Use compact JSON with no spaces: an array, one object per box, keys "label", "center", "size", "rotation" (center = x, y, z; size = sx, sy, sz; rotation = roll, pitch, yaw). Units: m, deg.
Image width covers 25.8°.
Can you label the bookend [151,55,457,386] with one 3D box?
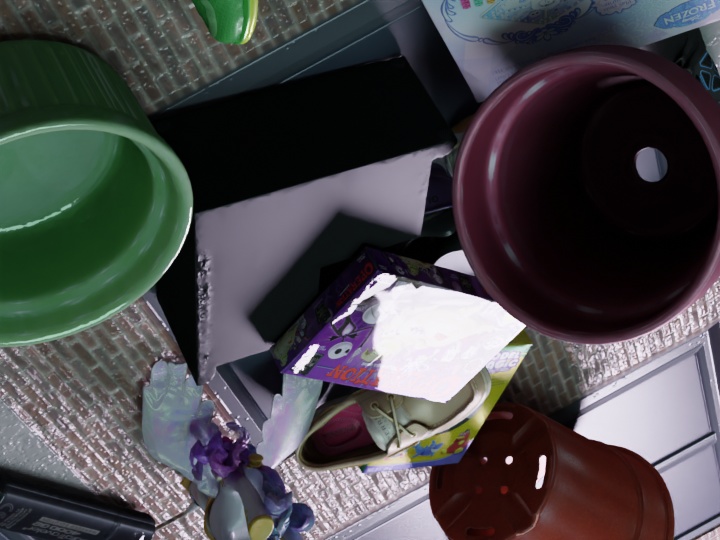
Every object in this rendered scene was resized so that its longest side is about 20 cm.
[{"label":"bookend","center":[-0.046,-0.035,1.159],"size":[0.198,0.092,0.200],"rotation":[-17,144,-18]}]

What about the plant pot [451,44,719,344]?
[{"label":"plant pot","center":[0.188,-0.066,1.122],"size":[0.200,0.200,0.179],"rotation":[-51,168,29]}]

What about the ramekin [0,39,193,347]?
[{"label":"ramekin","center":[-0.217,-0.053,1.017],"size":[0.198,0.098,0.201],"rotation":[-18,143,-14]}]

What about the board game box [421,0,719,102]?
[{"label":"board game box","center":[0.137,-0.214,1.058],"size":[0.198,0.044,0.199],"rotation":[-17,145,15]}]

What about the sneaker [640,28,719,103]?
[{"label":"sneaker","center":[0.256,-0.146,1.235],"size":[0.073,0.082,0.200],"rotation":[-38,142,17]}]

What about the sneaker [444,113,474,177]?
[{"label":"sneaker","center":[0.119,-0.039,1.269],"size":[0.075,0.088,0.200],"rotation":[-30,146,0]}]

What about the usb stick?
[{"label":"usb stick","center":[-0.259,0.216,1.373],"size":[0.055,0.033,0.199],"rotation":[-36,145,21]}]

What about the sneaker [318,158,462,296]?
[{"label":"sneaker","center":[0.000,0.000,1.235],"size":[0.200,0.088,0.076],"rotation":[-42,142,17]}]

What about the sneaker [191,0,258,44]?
[{"label":"sneaker","center":[-0.121,-0.208,0.918],"size":[0.083,0.074,0.201],"rotation":[-31,135,0]}]

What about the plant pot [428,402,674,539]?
[{"label":"plant pot","center":[0.181,0.236,1.571],"size":[0.200,0.202,0.195],"rotation":[-40,135,15]}]

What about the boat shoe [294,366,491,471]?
[{"label":"boat shoe","center":[0.025,0.131,1.370],"size":[0.199,0.074,0.069],"rotation":[-29,-172,33]}]

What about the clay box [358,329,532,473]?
[{"label":"clay box","center":[0.076,0.104,1.447],"size":[0.114,0.048,0.201],"rotation":[-2,137,-31]}]

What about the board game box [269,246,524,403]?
[{"label":"board game box","center":[0.038,0.047,1.221],"size":[0.199,0.032,0.120],"rotation":[14,133,-46]}]

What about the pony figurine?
[{"label":"pony figurine","center":[-0.104,0.176,1.325],"size":[0.165,0.200,0.195],"rotation":[2,120,-26]}]
